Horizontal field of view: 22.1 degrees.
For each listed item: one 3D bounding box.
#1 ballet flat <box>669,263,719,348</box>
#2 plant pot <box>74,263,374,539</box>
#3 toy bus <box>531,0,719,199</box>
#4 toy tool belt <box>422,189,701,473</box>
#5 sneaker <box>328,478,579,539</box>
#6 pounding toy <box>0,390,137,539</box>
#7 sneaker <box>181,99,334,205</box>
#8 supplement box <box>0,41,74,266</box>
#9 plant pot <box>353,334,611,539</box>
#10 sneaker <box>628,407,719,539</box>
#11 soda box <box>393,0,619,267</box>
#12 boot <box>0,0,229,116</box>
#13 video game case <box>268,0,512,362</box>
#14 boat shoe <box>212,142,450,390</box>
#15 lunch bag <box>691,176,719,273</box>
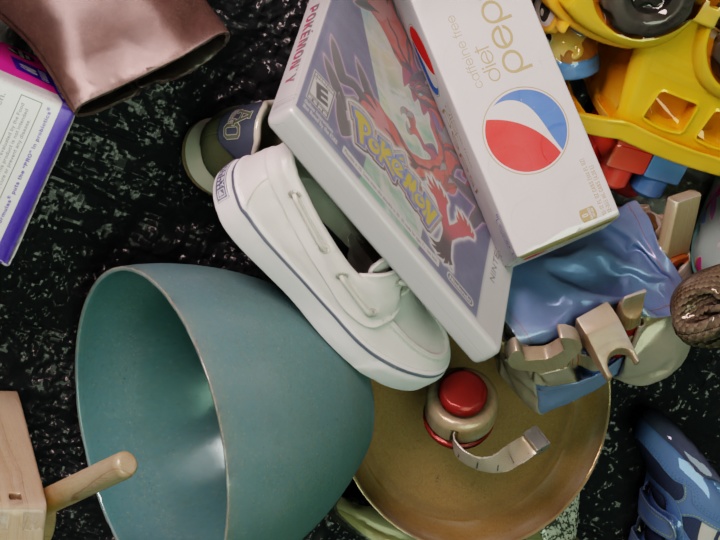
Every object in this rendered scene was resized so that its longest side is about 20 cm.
[{"bbox_3d":[0.275,-0.010,1.091,0.199,0.046,0.068,-27,103,5],"label":"ballet flat"},{"bbox_3d":[-0.071,0.086,1.120,0.134,0.200,0.202,-11,116,-32],"label":"plant pot"},{"bbox_3d":[0.171,-0.132,1.142,0.199,0.136,0.193,17,121,-20],"label":"toy bus"},{"bbox_3d":[0.125,0.025,1.146,0.199,0.125,0.123,-29,152,-17],"label":"toy tool belt"},{"bbox_3d":[0.069,0.155,1.258,0.199,0.077,0.089,11,91,-25],"label":"sneaker"},{"bbox_3d":[-0.226,0.160,1.092,0.141,0.184,0.201,3,110,-18],"label":"pounding toy"},{"bbox_3d":[-0.003,-0.052,1.120,0.199,0.090,0.068,19,72,-22],"label":"sneaker"},{"bbox_3d":[-0.272,-0.096,1.021,0.199,0.101,0.104,21,104,-24],"label":"supplement box"},{"bbox_3d":[0.071,0.082,1.211,0.199,0.027,0.202,0,89,-22],"label":"plant pot"},{"bbox_3d":[0.228,0.189,1.310,0.082,0.074,0.201,-27,116,-3],"label":"sneaker"},{"bbox_3d":[0.080,-0.107,1.080,0.068,0.064,0.201,-22,87,-4],"label":"soda box"},{"bbox_3d":[-0.188,-0.157,0.994,0.199,0.072,0.167,-23,74,-14],"label":"boot"},{"bbox_3d":[0.031,-0.074,1.087,0.023,0.183,0.200,-25,121,30],"label":"video game case"},{"bbox_3d":[0.000,0.000,1.074,0.065,0.074,0.200,-24,133,31],"label":"boat shoe"},{"bbox_3d":[0.300,-0.055,1.183,0.077,0.160,0.201,15,107,-22],"label":"lunch bag"}]
